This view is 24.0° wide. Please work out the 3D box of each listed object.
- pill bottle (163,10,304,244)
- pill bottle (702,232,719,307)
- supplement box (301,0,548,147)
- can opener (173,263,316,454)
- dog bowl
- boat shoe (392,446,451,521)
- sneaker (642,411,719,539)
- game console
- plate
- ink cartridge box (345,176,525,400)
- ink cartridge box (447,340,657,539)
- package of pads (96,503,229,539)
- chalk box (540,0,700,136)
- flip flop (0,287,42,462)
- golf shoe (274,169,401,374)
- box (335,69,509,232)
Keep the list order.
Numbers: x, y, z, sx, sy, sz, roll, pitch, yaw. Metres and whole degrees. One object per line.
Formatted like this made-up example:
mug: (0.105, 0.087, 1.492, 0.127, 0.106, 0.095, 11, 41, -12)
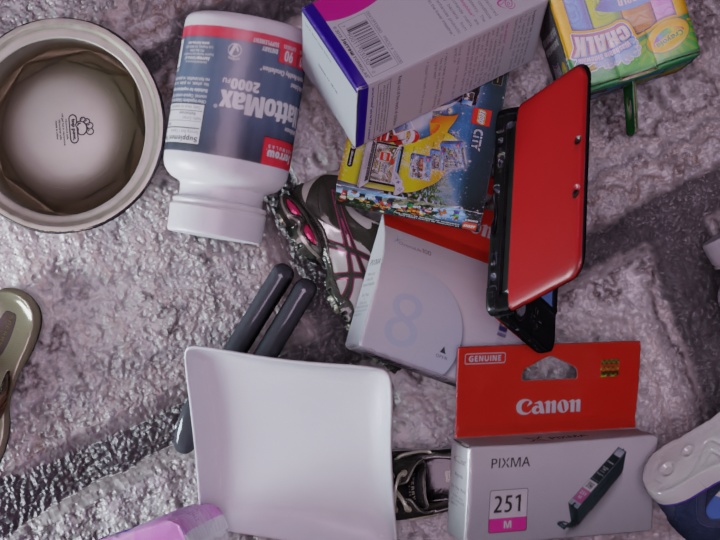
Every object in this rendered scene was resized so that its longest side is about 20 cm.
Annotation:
pill bottle: (-0.119, -0.130, 1.572, 0.118, 0.120, 0.202, 9, 89, 2)
pill bottle: (0.401, 0.042, 1.558, 0.112, 0.112, 0.201, -30, 89, 2)
supplement box: (0.056, -0.213, 1.522, 0.199, 0.104, 0.102, -27, 67, -14)
can opener: (-0.112, 0.089, 1.599, 0.053, 0.067, 0.201, 32, 98, 4)
dog bowl: (-0.278, -0.134, 1.604, 0.198, 0.074, 0.202, 0, 89, 2)
boat shoe: (0.049, 0.199, 1.596, 0.198, 0.064, 0.071, -12, 89, 2)
sneaker: (0.372, 0.191, 1.550, 0.199, 0.081, 0.146, -29, 128, 24)
game console: (0.180, -0.050, 1.497, 0.118, 0.172, 0.202, -8, 64, 29)
plate: (-0.059, 0.161, 1.556, 0.198, 0.032, 0.201, 6, 118, 17)
ink cartridge box: (0.089, 0.001, 1.565, 0.159, 0.047, 0.202, 19, 81, -18)
ink cartridge box: (0.180, 0.157, 1.555, 0.198, 0.043, 0.175, -1, 99, -22)
package of pads: (-0.224, 0.281, 1.562, 0.199, 0.120, 0.076, -21, 82, 13)
chalk box: (0.233, -0.225, 1.557, 0.123, 0.124, 0.202, -18, 91, 0)
flip flop: (-0.361, 0.113, 1.615, 0.080, 0.058, 0.202, 22, 91, 2)
golf shoe: (0.000, 0.000, 1.594, 0.088, 0.077, 0.201, -31, 89, -3)
box: (0.061, -0.142, 1.566, 0.135, 0.038, 0.202, 12, 64, 2)
